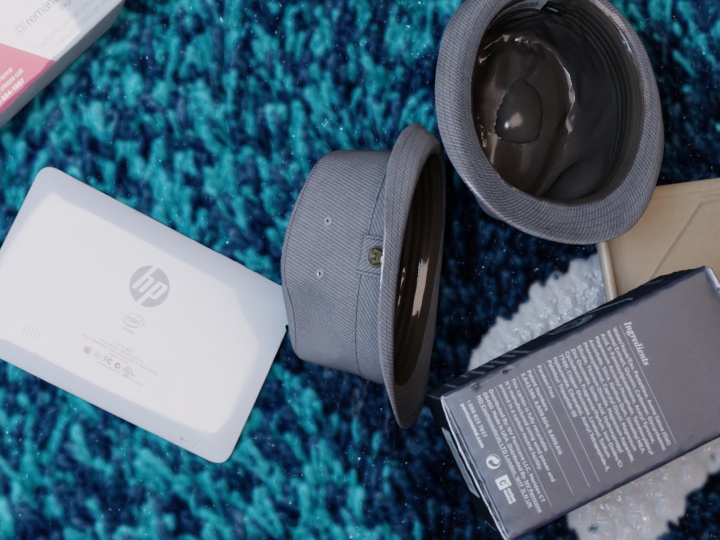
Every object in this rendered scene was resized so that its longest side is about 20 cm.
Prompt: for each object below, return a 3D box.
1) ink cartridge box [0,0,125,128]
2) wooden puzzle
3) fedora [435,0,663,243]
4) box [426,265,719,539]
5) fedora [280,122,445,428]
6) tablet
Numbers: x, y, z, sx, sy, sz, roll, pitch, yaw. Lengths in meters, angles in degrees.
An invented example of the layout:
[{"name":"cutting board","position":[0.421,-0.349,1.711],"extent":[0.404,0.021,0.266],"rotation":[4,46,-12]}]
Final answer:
[{"name":"ink cartridge box","position":[-0.270,-0.199,1.120],"extent":[0.200,0.085,0.146],"rotation":[46,72,-6]},{"name":"wooden puzzle","position":[0.265,0.025,1.300],"extent":[0.198,0.037,0.187],"rotation":[-8,86,-24]},{"name":"fedora","position":[0.121,-0.105,1.226],"extent":[0.175,0.090,0.202],"rotation":[6,73,-20]},{"name":"box","position":[0.155,0.087,1.167],"extent":[0.198,0.148,0.105],"rotation":[-25,88,-2]},{"name":"fedora","position":[0.000,0.000,1.165],"extent":[0.089,0.177,0.202],"rotation":[6,100,13]},{"name":"tablet","position":[-0.152,0.030,1.170],"extent":[0.199,0.014,0.131],"rotation":[28,76,-14]}]
